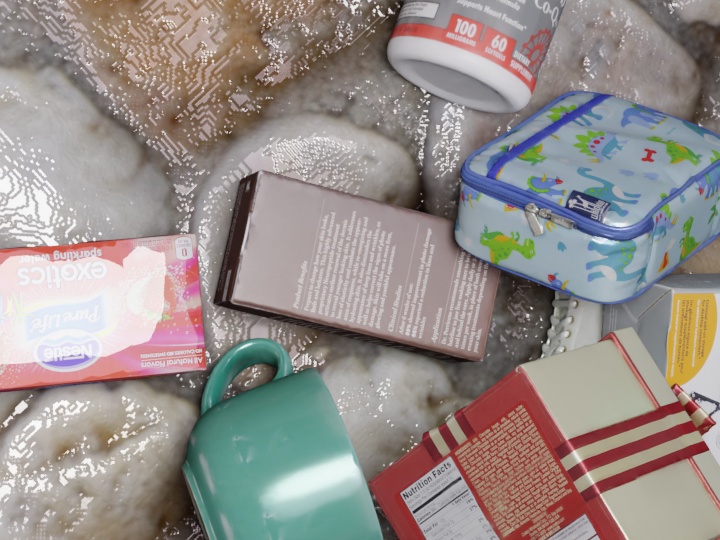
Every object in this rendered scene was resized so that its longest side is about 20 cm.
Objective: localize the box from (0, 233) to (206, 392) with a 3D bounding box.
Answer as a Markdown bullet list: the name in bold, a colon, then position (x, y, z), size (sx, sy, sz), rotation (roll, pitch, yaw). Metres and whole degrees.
- **box**: position (-0.215, 0.032, 1.561), size (0.198, 0.095, 0.101), rotation (-4, 89, -15)

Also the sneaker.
- **sneaker**: position (0.158, 0.073, 1.671), size (0.084, 0.073, 0.202), rotation (-5, 89, -18)

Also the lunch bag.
- **lunch bag**: position (0.170, -0.058, 1.615), size (0.200, 0.160, 0.083), rotation (-31, 135, -46)

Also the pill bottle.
- **pill bottle**: position (0.104, -0.230, 1.654), size (0.115, 0.116, 0.202), rotation (22, 81, -13)

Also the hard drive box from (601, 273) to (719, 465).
- **hard drive box**: position (0.277, 0.083, 1.660), size (0.199, 0.077, 0.157), rotation (-1, 98, -34)

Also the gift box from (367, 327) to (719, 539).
- **gift box**: position (0.145, 0.172, 1.517), size (0.186, 0.184, 0.201), rotation (-13, 72, -55)

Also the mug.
- **mug**: position (-0.064, 0.154, 1.580), size (0.114, 0.185, 0.153), rotation (-21, 115, -8)

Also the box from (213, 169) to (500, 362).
- **box**: position (0.000, 0.000, 1.635), size (0.198, 0.075, 0.101), rotation (15, 83, -16)
